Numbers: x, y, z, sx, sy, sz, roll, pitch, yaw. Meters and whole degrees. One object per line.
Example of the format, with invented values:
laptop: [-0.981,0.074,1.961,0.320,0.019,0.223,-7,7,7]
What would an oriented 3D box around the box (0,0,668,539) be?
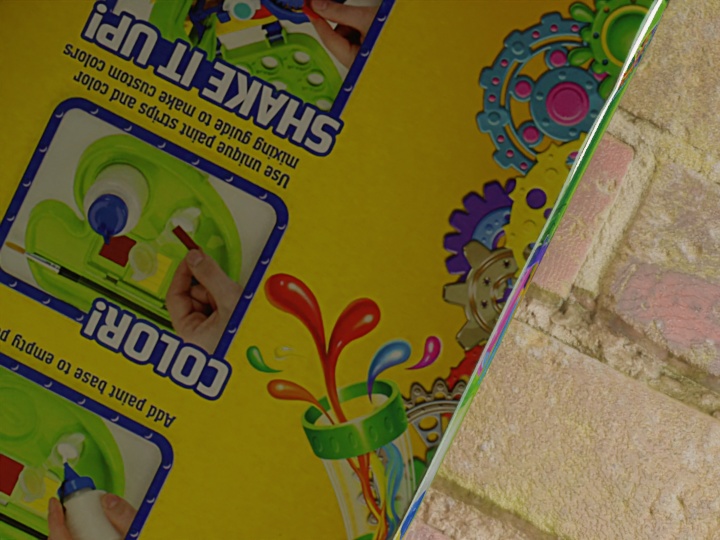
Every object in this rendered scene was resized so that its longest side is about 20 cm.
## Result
box: [-0.031,0.005,0.431,0.194,0.121,0.200,-64,178,3]
